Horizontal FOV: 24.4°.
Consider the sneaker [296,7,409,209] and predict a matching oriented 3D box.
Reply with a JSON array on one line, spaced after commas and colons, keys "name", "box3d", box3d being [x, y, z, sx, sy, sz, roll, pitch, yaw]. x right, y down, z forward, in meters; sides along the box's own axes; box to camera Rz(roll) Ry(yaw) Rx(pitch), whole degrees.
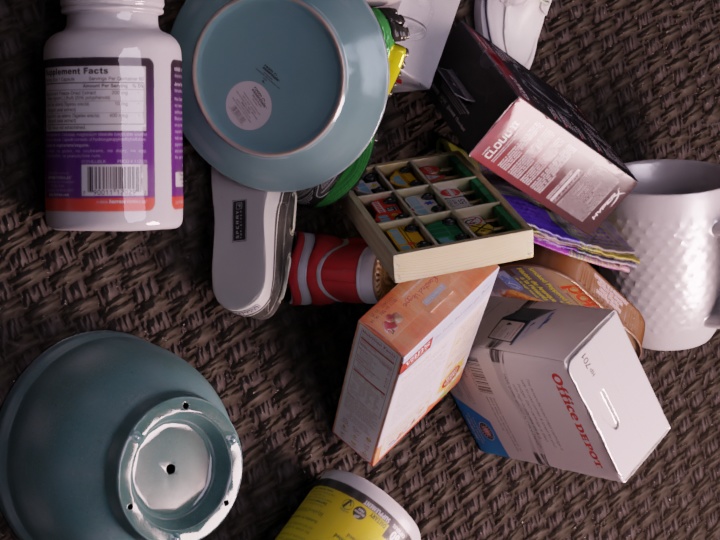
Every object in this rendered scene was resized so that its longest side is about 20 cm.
[{"name": "sneaker", "box3d": [-0.030, -0.144, 1.461, 0.085, 0.078, 0.201, 0, 126, -29]}]

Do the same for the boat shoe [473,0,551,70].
[{"name": "boat shoe", "box3d": [0.159, -0.286, 1.642, 0.073, 0.067, 0.201, -3, 95, -38]}]

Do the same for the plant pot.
[{"name": "plant pot", "box3d": [-0.179, 0.155, 1.353, 0.199, 0.134, 0.202, -3, 95, -38]}]

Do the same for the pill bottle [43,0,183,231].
[{"name": "pill bottle", "box3d": [-0.198, -0.134, 1.334, 0.111, 0.111, 0.201, -3, 94, -39]}]

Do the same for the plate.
[{"name": "plate", "box3d": [-0.074, -0.164, 1.391, 0.026, 0.199, 0.201, -35, 119, -71]}]

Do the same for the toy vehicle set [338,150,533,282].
[{"name": "toy vehicle set", "box3d": [0.060, -0.051, 1.471, 0.124, 0.200, 0.027, -11, 116, -12]}]

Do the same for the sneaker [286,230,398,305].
[{"name": "sneaker", "box3d": [0.000, 0.000, 1.541, 0.200, 0.112, 0.072, 5, 88, -69]}]

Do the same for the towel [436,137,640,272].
[{"name": "towel", "box3d": [0.173, -0.064, 1.631, 0.199, 0.144, 0.023, 16, 118, -35]}]

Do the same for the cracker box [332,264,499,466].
[{"name": "cracker box", "box3d": [0.047, 0.073, 1.505, 0.134, 0.058, 0.200, -41, 161, -30]}]

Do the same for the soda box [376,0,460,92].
[{"name": "soda box", "box3d": [0.054, -0.271, 1.560, 0.068, 0.063, 0.201, 29, 75, -36]}]

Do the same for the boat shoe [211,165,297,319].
[{"name": "boat shoe", "box3d": [-0.090, -0.058, 1.461, 0.064, 0.070, 0.201, 25, 69, -65]}]

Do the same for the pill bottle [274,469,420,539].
[{"name": "pill bottle", "box3d": [-0.043, 0.287, 1.486, 0.200, 0.111, 0.111, -52, 122, -24]}]

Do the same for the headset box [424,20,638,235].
[{"name": "headset box", "box3d": [0.151, -0.139, 1.585, 0.200, 0.149, 0.077, 28, 111, -37]}]

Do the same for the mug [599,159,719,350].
[{"name": "mug", "box3d": [0.336, -0.008, 1.719, 0.147, 0.200, 0.176, -17, 112, -35]}]

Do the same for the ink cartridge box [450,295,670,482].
[{"name": "ink cartridge box", "box3d": [0.176, 0.109, 1.595, 0.086, 0.199, 0.147, -42, 117, -29]}]

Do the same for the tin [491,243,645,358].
[{"name": "tin", "box3d": [0.206, 0.035, 1.670, 0.200, 0.112, 0.042, 40, 59, -34]}]

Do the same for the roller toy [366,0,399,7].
[{"name": "roller toy", "box3d": [-0.018, -0.320, 1.451, 0.182, 0.139, 0.201, -31, 111, -34]}]
